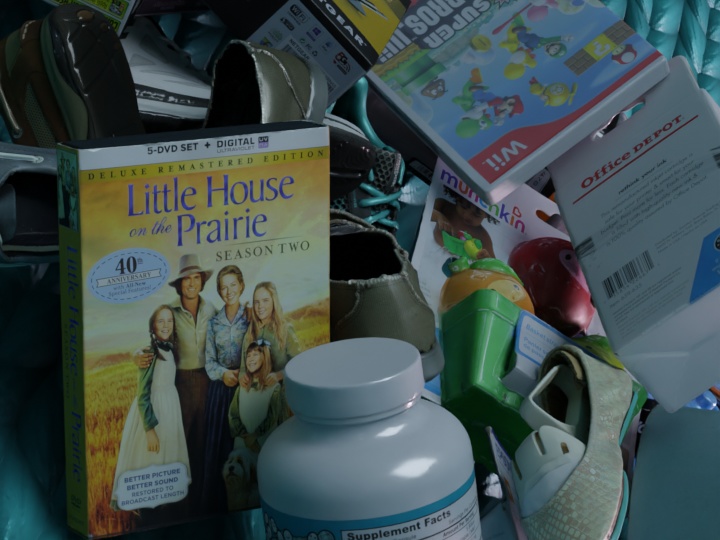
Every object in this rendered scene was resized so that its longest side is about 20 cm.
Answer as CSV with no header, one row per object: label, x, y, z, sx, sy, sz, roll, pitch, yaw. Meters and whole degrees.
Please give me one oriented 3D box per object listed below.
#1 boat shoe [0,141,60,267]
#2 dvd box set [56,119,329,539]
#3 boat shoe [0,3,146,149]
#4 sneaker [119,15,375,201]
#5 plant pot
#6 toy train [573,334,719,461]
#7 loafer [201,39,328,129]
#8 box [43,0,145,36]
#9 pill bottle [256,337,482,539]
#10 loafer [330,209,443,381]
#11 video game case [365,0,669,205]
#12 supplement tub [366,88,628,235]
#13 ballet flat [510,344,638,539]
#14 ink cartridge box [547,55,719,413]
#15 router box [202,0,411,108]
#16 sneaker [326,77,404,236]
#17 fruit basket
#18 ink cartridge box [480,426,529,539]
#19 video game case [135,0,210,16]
boat shoe,-0.188,-0.036,1.172,0.199,0.062,0.073,3,87,-23
dvd box set,-0.082,0.028,1.179,0.146,0.029,0.201,-7,104,-31
boat shoe,-0.151,-0.044,1.274,0.076,0.074,0.201,-24,99,-66
sneaker,-0.090,-0.107,1.374,0.200,0.076,0.116,8,46,-20
plant pot,0.259,0.183,1.398,0.201,0.160,0.201,0,90,-72
toy train,0.165,0.064,1.556,0.200,0.087,0.114,35,27,-20
loafer,-0.076,-0.038,1.253,0.070,0.075,0.201,37,55,-44
box,-0.163,-0.208,1.367,0.110,0.035,0.200,26,25,-4
pill bottle,0.007,0.139,1.178,0.111,0.110,0.201,-35,122,-57
loafer,0.000,0.000,1.294,0.075,0.070,0.200,-12,23,-14
video game case,0.079,-0.142,1.457,0.200,0.143,0.017,47,-11,37
supplement tub,0.097,-0.095,1.565,0.200,0.123,0.123,35,35,-11
ballet flat,0.108,0.101,1.247,0.062,0.067,0.200,37,23,-7
ink cartridge box,0.190,-0.026,1.377,0.067,0.116,0.200,43,21,-34
router box,-0.063,-0.198,1.378,0.200,0.052,0.157,46,21,-9
sneaker,-0.007,-0.038,1.425,0.077,0.091,0.200,-2,64,-51
fruit basket,0.110,0.029,1.411,0.185,0.094,0.200,33,53,-19
ink cartridge box,0.107,0.211,1.299,0.200,0.040,0.200,54,16,-61
video game case,-0.132,-0.209,1.462,0.143,0.019,0.200,39,26,23
